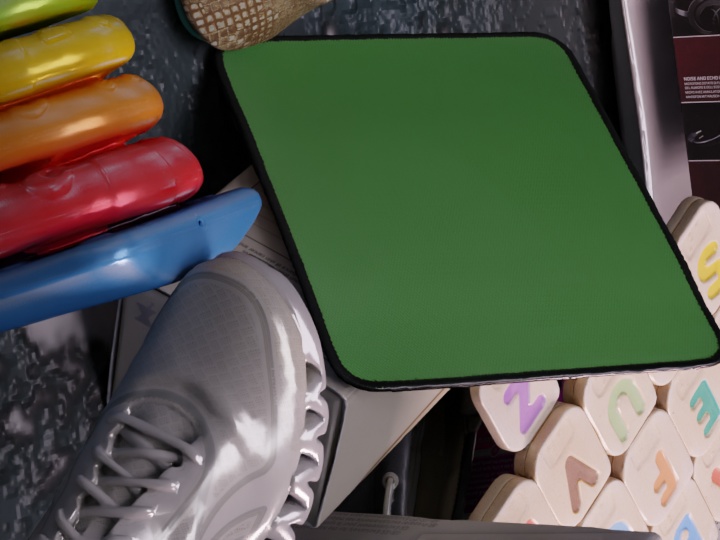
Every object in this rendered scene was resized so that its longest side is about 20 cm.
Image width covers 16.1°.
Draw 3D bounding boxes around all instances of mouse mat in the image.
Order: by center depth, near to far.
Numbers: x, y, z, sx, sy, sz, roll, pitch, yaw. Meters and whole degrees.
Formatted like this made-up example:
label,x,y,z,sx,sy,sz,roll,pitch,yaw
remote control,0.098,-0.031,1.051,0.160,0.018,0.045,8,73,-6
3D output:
label,x,y,z,sx,sy,sz,roll,pitch,yaw
mouse mat,0.039,-0.028,0.982,0.160,0.201,0.008,-3,135,-20

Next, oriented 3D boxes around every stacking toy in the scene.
label,x,y,z,sx,sy,sz,roll,pitch,yaw
stacking toy,-0.124,-0.083,0.861,0.116,0.109,0.201,-27,101,-62

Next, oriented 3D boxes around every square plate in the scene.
label,x,y,z,sx,sy,sz,roll,pitch,yaw
square plate,0.186,-0.080,1.329,0.200,0.028,0.200,-21,106,-52

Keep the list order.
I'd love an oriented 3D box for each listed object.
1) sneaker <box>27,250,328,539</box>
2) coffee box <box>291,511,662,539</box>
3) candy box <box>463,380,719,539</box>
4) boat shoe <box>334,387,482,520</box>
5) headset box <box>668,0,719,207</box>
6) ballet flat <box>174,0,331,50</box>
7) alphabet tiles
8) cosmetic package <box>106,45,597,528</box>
label,x,y,z,sx,sy,sz,roll,pitch,yaw
sneaker,-0.073,0.089,0.823,0.081,0.075,0.201,17,95,-58
coffee box,0.008,0.227,0.943,0.198,0.199,0.201,-43,123,-43
candy box,0.111,0.106,1.171,0.136,0.061,0.201,29,65,-30
boat shoe,0.029,0.054,1.088,0.076,0.060,0.201,34,63,-48
headset box,0.224,-0.132,1.294,0.148,0.077,0.202,-23,110,-51
ballet flat,-0.002,-0.158,1.041,0.200,0.065,0.071,-53,129,-39
alphabet tiles,0.115,0.068,1.088,0.200,0.015,0.196,-54,134,-27
cosmetic package,0.000,0.000,1.000,0.200,0.103,0.073,-42,154,-43
